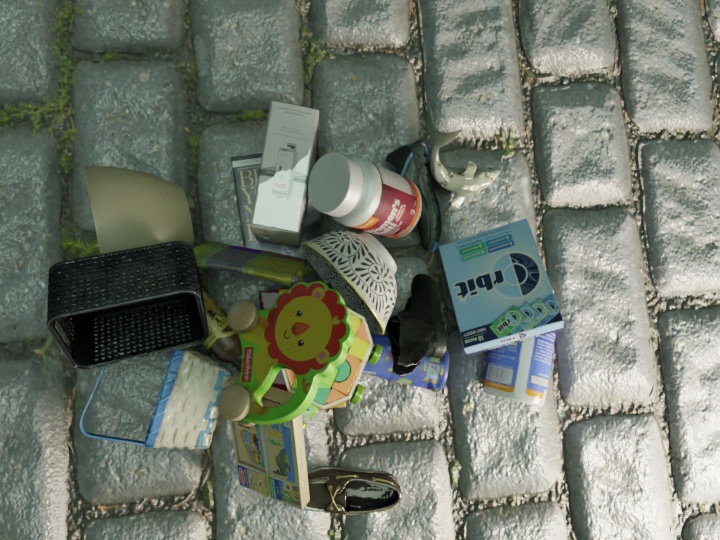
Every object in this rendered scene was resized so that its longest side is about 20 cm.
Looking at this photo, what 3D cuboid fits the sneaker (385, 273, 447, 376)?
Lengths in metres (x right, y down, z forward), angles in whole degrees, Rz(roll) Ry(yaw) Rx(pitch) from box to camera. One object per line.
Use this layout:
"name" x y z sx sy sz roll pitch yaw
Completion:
"sneaker" 0.086 0.084 0.941 0.101 0.061 0.204 7 50 -20

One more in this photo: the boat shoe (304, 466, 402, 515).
"boat shoe" -0.026 0.379 0.939 0.194 0.060 0.074 2 84 -8

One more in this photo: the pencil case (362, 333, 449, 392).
"pencil case" 0.055 0.158 0.967 0.194 0.087 0.080 12 57 -8

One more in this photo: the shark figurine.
"shark figurine" 0.155 -0.193 1.011 0.128 0.213 0.090 -45 49 16

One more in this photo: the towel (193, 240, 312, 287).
"towel" -0.182 -0.011 0.906 0.194 0.144 0.023 10 104 2

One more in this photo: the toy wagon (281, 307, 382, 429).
"toy wagon" -0.061 0.153 0.866 0.152 0.040 0.204 27 80 -5

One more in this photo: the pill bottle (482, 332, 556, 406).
"pill bottle" 0.289 0.130 0.987 0.109 0.112 0.206 14 81 -6

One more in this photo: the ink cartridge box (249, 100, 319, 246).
"ink cartridge box" -0.124 -0.153 0.925 0.080 0.147 0.206 9 83 -4

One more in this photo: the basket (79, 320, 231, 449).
"basket" -0.318 0.195 0.872 0.196 0.138 0.181 24 79 -21

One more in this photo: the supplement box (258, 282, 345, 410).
"supplement box" -0.099 0.133 0.935 0.127 0.103 0.206 -7 84 -8

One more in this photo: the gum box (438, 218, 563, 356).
"gum box" 0.238 0.027 0.957 0.166 0.045 0.205 -17 60 12

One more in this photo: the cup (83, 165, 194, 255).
"cup" -0.350 -0.074 0.889 0.140 0.200 0.206 -13 85 -23

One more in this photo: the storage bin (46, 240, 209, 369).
"storage bin" -0.328 0.050 0.793 0.194 0.137 0.095 -11 54 -14

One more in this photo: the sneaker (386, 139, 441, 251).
"sneaker" 0.102 -0.132 1.021 0.080 0.073 0.206 -12 85 14

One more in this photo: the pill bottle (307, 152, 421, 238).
"pill bottle" 0.010 -0.122 0.910 0.107 0.198 0.113 -6 81 37

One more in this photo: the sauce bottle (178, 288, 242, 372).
"sauce bottle" -0.242 0.106 0.939 0.065 0.065 0.200 -44 93 -10

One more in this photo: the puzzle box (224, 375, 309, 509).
"puzzle box" -0.148 0.273 0.874 0.130 0.025 0.206 9 114 27

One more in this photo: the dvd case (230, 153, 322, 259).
"dvd case" -0.148 -0.115 1.000 0.144 0.016 0.206 -9 85 -9

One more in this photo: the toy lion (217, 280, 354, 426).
"toy lion" -0.102 0.117 0.804 0.186 0.069 0.205 -5 65 12

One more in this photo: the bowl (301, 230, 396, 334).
"bowl" 0.000 0.000 0.914 0.094 0.201 0.201 -42 90 -11
